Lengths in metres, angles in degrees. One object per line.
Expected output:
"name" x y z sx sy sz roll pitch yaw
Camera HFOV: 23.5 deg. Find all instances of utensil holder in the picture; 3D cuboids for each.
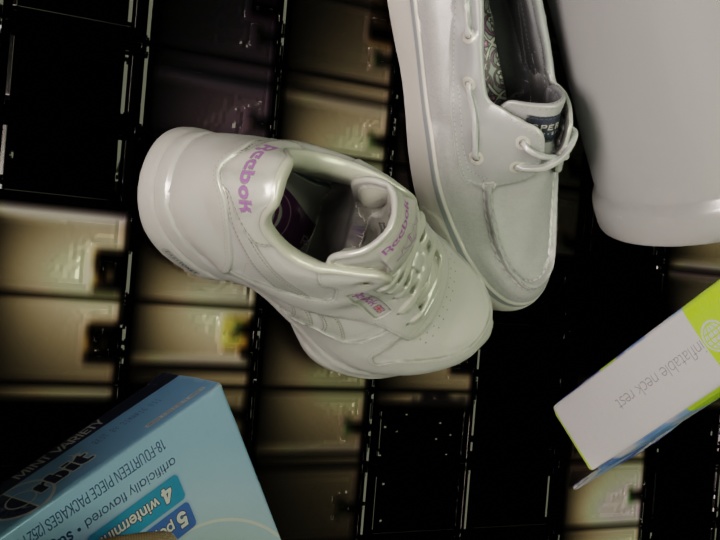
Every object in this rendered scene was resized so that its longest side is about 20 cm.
"utensil holder" 0.174 -0.136 0.848 0.170 0.170 0.200 -30 109 -37

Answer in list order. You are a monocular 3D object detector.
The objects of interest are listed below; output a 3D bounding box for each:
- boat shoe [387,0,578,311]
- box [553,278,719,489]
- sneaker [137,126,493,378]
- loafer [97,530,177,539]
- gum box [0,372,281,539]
"boat shoe" 0.068 -0.075 0.819 0.072 0.068 0.200 -18 105 -40
"box" 0.187 0.035 0.878 0.122 0.200 0.048 -25 77 -38
"sneaker" 0.000 0.000 0.743 0.200 0.100 0.075 26 74 -42
"loafer" -0.064 0.185 0.654 0.067 0.076 0.200 -31 113 -28
"gum box" -0.096 0.171 0.705 0.170 0.045 0.200 -34 115 -35
